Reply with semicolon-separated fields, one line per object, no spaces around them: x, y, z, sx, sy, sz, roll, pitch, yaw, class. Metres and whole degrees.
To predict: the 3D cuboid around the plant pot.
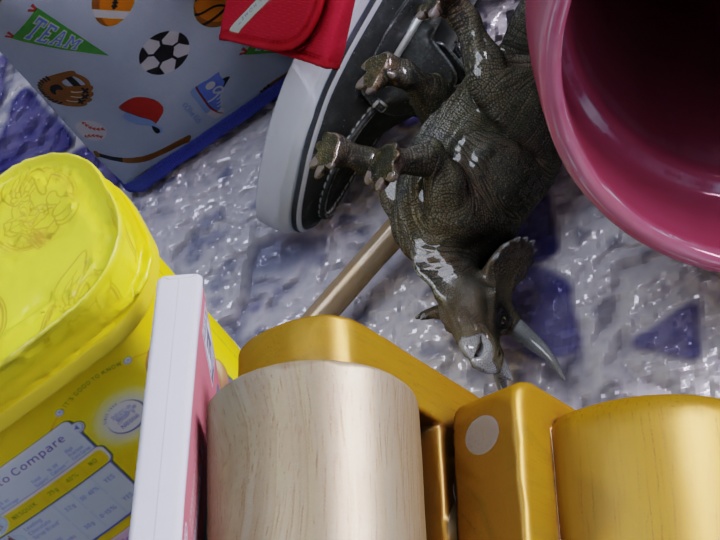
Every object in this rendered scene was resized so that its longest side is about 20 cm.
0.158;-0.127;0.848;0.200;0.200;0.179;-24;32;13;plant pot

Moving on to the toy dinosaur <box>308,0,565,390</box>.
0.047;-0.052;0.903;0.077;0.102;0.200;-8;57;52;toy dinosaur

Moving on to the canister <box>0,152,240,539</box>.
-0.104;0.069;0.835;0.148;0.200;0.087;-36;45;2;canister

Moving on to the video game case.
-0.053;0.122;0.751;0.017;0.200;0.143;-4;38;3;video game case

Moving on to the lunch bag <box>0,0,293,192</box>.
-0.081;-0.159;1.021;0.200;0.170;0.124;-34;48;3;lunch bag

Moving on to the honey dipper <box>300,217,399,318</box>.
0.000;0.000;0.941;0.200;0.038;0.038;-48;46;-7;honey dipper

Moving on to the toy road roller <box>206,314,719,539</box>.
0.057;0.089;0.720;0.146;0.200;0.123;-26;52;32;toy road roller

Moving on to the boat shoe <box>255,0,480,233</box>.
0.019;-0.099;0.962;0.071;0.072;0.200;28;102;9;boat shoe

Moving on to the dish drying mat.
-0.016;-0.189;0.921;0.077;0.018;0.200;21;102;48;dish drying mat
